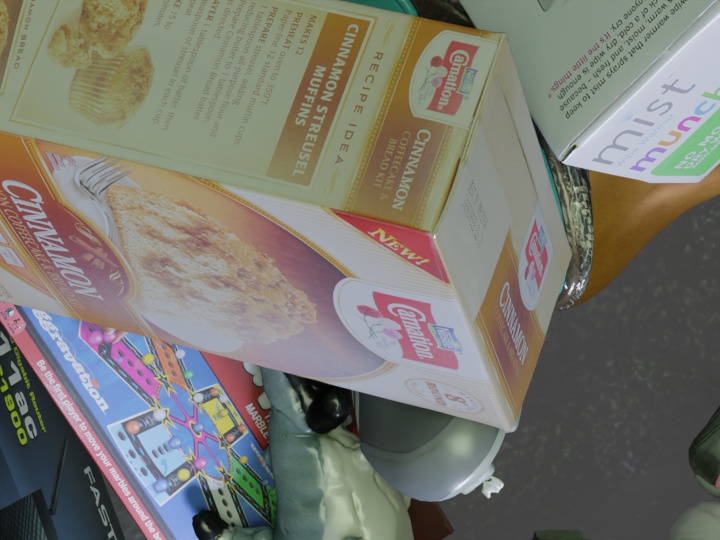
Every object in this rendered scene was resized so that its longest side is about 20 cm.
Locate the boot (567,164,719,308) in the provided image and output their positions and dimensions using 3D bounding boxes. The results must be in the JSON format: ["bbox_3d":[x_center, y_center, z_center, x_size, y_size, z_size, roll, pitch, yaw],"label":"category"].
[{"bbox_3d":[0.156,-0.054,1.101,0.144,0.071,0.202,27,85,36],"label":"boot"}]

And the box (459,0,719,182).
[{"bbox_3d":[0.113,-0.160,0.978,0.200,0.096,0.177,-44,63,27],"label":"box"}]

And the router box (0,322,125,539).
[{"bbox_3d":[-0.148,0.079,1.075,0.062,0.150,0.201,-17,96,14],"label":"router box"}]

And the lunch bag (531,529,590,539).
[{"bbox_3d":[0.086,0.206,1.099,0.138,0.168,0.202,0,93,-6],"label":"lunch bag"}]

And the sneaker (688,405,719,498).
[{"bbox_3d":[0.178,-0.006,1.148,0.095,0.079,0.201,36,90,16],"label":"sneaker"}]

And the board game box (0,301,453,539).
[{"bbox_3d":[-0.052,0.050,1.112,0.103,0.019,0.201,-32,120,-3],"label":"board game box"}]

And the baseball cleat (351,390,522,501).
[{"bbox_3d":[0.000,0.000,1.064,0.070,0.200,0.106,-41,119,17],"label":"baseball cleat"}]

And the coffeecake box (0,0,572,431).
[{"bbox_3d":[-0.044,-0.030,0.960,0.199,0.154,0.073,13,68,18],"label":"coffeecake box"}]

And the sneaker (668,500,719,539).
[{"bbox_3d":[0.214,0.122,1.158,0.199,0.075,0.089,27,82,-14],"label":"sneaker"}]

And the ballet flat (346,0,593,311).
[{"bbox_3d":[0.034,-0.081,1.061,0.075,0.068,0.200,-30,79,-44],"label":"ballet flat"}]

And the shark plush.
[{"bbox_3d":[-0.026,0.107,1.101,0.083,0.091,0.201,-1,124,15],"label":"shark plush"}]
